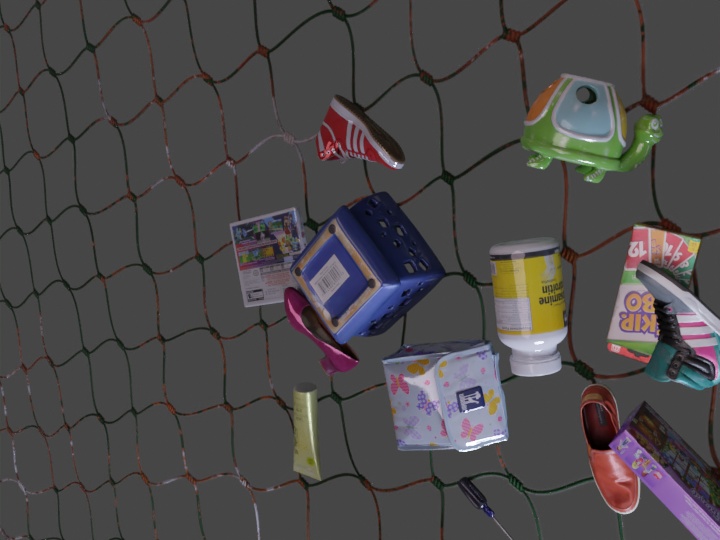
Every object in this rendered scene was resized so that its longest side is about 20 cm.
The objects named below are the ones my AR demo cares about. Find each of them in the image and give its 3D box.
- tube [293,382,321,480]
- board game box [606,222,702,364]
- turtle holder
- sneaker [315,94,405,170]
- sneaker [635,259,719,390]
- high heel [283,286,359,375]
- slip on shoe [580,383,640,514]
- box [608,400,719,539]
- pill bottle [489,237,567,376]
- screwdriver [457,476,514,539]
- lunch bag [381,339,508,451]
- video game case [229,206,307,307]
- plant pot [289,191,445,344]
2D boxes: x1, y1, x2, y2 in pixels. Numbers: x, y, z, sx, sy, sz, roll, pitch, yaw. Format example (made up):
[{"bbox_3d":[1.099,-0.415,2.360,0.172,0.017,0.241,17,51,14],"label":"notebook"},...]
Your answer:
[{"bbox_3d":[-0.113,0.340,1.431,0.058,0.050,0.206,-137,45,-68],"label":"tube"},{"bbox_3d":[0.431,0.040,1.012,0.094,0.030,0.206,17,110,31],"label":"board game box"},{"bbox_3d":[0.326,-0.202,0.975,0.182,0.140,0.135,22,109,31],"label":"turtle holder"},{"bbox_3d":[-0.007,-0.218,1.247,0.200,0.070,0.114,48,117,28],"label":"sneaker"},{"bbox_3d":[0.434,0.092,0.956,0.200,0.084,0.121,43,101,3],"label":"sneaker"},{"bbox_3d":[-0.077,0.112,1.344,0.095,0.067,0.204,-27,89,44],"label":"high heel"},{"bbox_3d":[0.384,0.282,1.063,0.073,0.061,0.206,-13,92,33],"label":"slip on shoe"},{"bbox_3d":[0.454,0.291,0.969,0.200,0.136,0.039,48,120,18],"label":"box"},{"bbox_3d":[0.267,0.056,1.076,0.110,0.111,0.206,-4,96,35],"label":"pill bottle"},{"bbox_3d":[0.247,0.449,1.211,0.200,0.029,0.028,45,119,16],"label":"screwdriver"},{"bbox_3d":[0.150,0.213,1.179,0.195,0.126,0.175,-7,96,28],"label":"lunch bag"},{"bbox_3d":[-0.187,-0.025,1.437,0.196,0.023,0.188,-9,93,37],"label":"video game case"},{"bbox_3d":[0.000,0.000,1.214,0.200,0.178,0.202,-45,74,31],"label":"plant pot"}]
